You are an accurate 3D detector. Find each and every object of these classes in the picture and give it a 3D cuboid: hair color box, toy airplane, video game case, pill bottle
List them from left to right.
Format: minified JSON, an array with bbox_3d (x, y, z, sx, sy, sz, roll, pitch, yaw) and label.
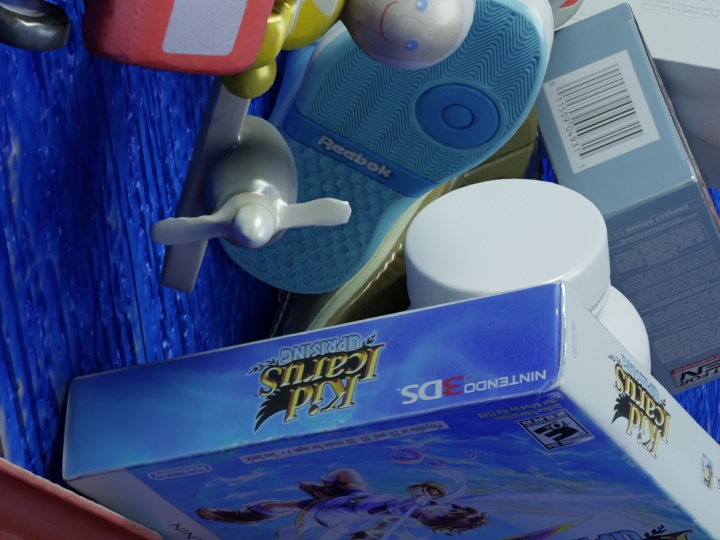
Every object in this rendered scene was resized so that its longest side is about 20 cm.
[{"bbox_3d":[-0.024,-0.108,0.892,0.200,0.140,0.200,87,28,-64],"label":"toy airplane"},{"bbox_3d":[0.022,0.077,0.980,0.181,0.199,0.046,40,45,-51],"label":"video game case"},{"bbox_3d":[0.068,0.068,1.109,0.111,0.110,0.201,-55,146,-48],"label":"pill bottle"},{"bbox_3d":[0.134,-0.028,1.244,0.200,0.060,0.099,56,15,-60],"label":"hair color box"}]

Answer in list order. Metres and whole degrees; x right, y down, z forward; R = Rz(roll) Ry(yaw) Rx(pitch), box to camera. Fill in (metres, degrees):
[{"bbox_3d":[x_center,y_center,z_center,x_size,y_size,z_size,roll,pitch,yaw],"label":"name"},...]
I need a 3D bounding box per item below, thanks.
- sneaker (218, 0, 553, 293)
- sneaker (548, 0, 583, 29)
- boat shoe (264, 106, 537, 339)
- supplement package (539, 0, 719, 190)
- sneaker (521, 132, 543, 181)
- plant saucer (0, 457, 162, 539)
[{"bbox_3d":[0.016,-0.089,1.038,0.200,0.079,0.131,-40,-157,47],"label":"sneaker"},{"bbox_3d":[0.083,-0.136,1.097,0.200,0.093,0.071,31,72,-68],"label":"sneaker"},{"bbox_3d":[0.000,-0.001,1.136,0.201,0.066,0.072,-57,144,-7],"label":"boat shoe"},{"bbox_3d":[0.165,-0.162,1.325,0.147,0.190,0.201,60,45,-63],"label":"supplement package"},{"bbox_3d":[0.033,-0.020,1.220,0.073,0.071,0.201,59,41,-49],"label":"sneaker"},{"bbox_3d":[-0.139,0.165,0.882,0.200,0.037,0.201,41,62,-67],"label":"plant saucer"}]
